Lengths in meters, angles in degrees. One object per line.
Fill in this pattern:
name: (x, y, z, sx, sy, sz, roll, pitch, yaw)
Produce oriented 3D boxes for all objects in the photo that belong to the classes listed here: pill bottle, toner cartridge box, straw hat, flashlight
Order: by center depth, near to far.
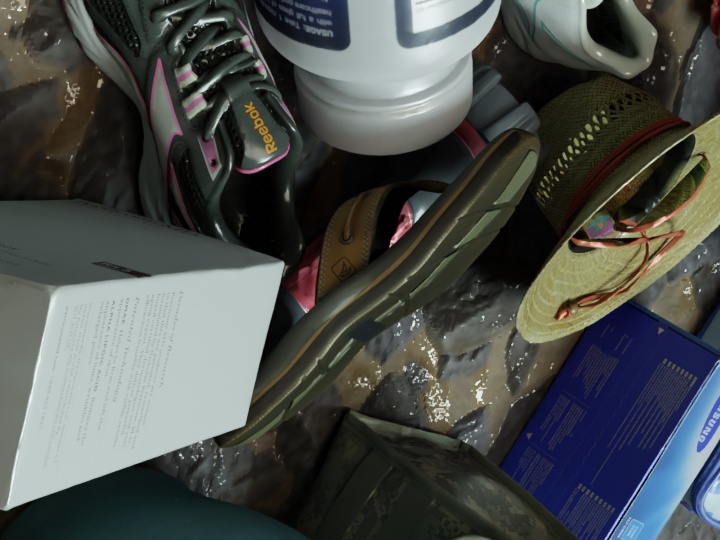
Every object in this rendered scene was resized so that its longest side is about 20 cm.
pill bottle: (0.005, -0.151, 0.696, 0.111, 0.111, 0.200, -28, 138, -23)
flashlight: (0.001, -0.017, 0.800, 0.200, 0.068, 0.068, -40, 114, -13)
straw hat: (0.130, -0.054, 0.860, 0.201, 0.085, 0.201, -32, 160, -14)
toner cartridge box: (0.135, 0.120, 0.950, 0.043, 0.095, 0.200, 30, 94, -43)

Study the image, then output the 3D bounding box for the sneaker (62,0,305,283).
sneaker: (-0.061, -0.079, 0.708, 0.080, 0.086, 0.200, -34, 128, -21)

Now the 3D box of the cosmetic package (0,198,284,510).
cosmetic package: (-0.121, 0.023, 0.630, 0.200, 0.113, 0.081, -15, 120, -72)

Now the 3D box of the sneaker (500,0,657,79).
sneaker: (0.085, -0.166, 0.780, 0.070, 0.080, 0.200, -49, 130, -4)

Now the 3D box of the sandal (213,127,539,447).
sandal: (0.000, 0.000, 0.744, 0.200, 0.055, 0.082, -43, 167, 3)

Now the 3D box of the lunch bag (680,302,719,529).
lunch bag: (0.282, 0.106, 1.064, 0.200, 0.082, 0.161, 28, 97, -41)

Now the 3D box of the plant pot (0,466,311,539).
plant pot: (-0.086, 0.193, 0.760, 0.200, 0.188, 0.200, -17, 121, -30)

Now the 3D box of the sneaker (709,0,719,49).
sneaker: (0.225, -0.160, 0.890, 0.087, 0.074, 0.200, -43, 131, -9)

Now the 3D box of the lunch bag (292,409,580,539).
lunch bag: (0.043, 0.194, 0.849, 0.117, 0.200, 0.164, 19, 101, -41)
